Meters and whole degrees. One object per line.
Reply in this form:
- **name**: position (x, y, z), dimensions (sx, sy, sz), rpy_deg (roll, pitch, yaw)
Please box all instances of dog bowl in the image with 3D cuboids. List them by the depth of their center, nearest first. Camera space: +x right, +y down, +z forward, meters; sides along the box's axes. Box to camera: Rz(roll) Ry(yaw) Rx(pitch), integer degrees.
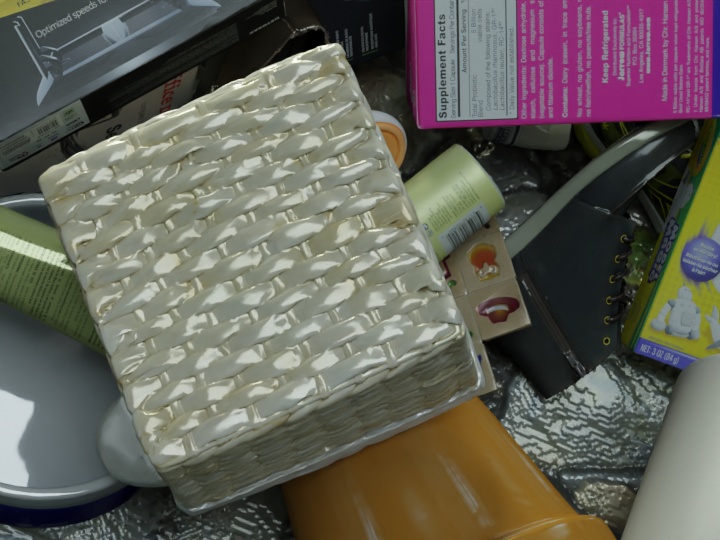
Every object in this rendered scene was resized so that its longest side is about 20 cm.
- **dog bowl**: position (-0.201, 0.057, 1.460), dimensions (0.199, 0.079, 0.201), rpy_deg (4, 69, -9)

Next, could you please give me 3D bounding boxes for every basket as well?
- **basket**: position (-0.057, 0.006, 1.301), dimensions (0.199, 0.161, 0.199), rpy_deg (-24, 76, 0)

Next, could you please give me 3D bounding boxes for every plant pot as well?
- **plant pot**: position (0.042, 0.165, 1.403), dimensions (0.200, 0.200, 0.184), rpy_deg (-23, 70, -18)

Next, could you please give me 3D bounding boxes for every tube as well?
- **tube**: position (-0.183, 0.006, 1.413), dimensions (0.199, 0.058, 0.052), rpy_deg (24, 62, 1)
- **tube**: position (0.000, 0.000, 1.480), dimensions (0.200, 0.052, 0.058), rpy_deg (-40, 83, -5)

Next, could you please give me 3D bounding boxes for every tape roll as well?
- **tape roll**: position (0.271, 0.158, 1.444), dimensions (0.202, 0.203, 0.140), rpy_deg (23, 67, -1)

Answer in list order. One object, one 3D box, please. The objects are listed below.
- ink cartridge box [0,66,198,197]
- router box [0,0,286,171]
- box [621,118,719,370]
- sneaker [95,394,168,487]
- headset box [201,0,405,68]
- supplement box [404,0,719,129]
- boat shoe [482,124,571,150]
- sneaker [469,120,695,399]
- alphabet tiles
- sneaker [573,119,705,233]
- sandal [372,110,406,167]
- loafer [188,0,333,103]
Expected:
- **ink cartridge box**: position (-0.210, -0.115, 1.489), dimensions (0.199, 0.146, 0.084), rpy_deg (-23, 75, -17)
- **router box**: position (-0.168, -0.177, 1.391), dimensions (0.200, 0.052, 0.158), rpy_deg (-29, 77, -6)
- **box**: position (0.263, -0.023, 1.541), dimensions (0.117, 0.048, 0.201), rpy_deg (19, 95, -10)
- **sneaker**: position (-0.067, 0.079, 1.414), dimensions (0.199, 0.089, 0.075), rpy_deg (-26, 78, -13)
- **headset box**: position (-0.033, -0.224, 1.540), dimensions (0.199, 0.175, 0.093), rpy_deg (-21, 45, -18)
- **supplement box**: position (0.129, -0.152, 1.496), dimensions (0.199, 0.101, 0.104), rpy_deg (-1, 105, -2)
- **boat shoe**: position (0.135, -0.177, 1.621), dimensions (0.070, 0.071, 0.201), rpy_deg (12, 70, -9)
- **sneaker**: position (0.164, -0.012, 1.539), dimensions (0.200, 0.075, 0.106), rpy_deg (-42, 88, 12)
- **alphabet tiles**: position (0.002, 0.021, 1.516), dimensions (0.199, 0.008, 0.168), rpy_deg (-18, 72, 4)
- **sneaker**: position (0.227, -0.063, 1.584), dimensions (0.200, 0.085, 0.074), rpy_deg (42, 68, 7)
- **sandal**: position (-0.054, -0.045, 1.435), dimensions (0.206, 0.079, 0.059), rpy_deg (-21, 39, -19)
- **loafer**: position (-0.074, -0.086, 1.482), dimensions (0.073, 0.071, 0.201), rpy_deg (7, 107, -36)
